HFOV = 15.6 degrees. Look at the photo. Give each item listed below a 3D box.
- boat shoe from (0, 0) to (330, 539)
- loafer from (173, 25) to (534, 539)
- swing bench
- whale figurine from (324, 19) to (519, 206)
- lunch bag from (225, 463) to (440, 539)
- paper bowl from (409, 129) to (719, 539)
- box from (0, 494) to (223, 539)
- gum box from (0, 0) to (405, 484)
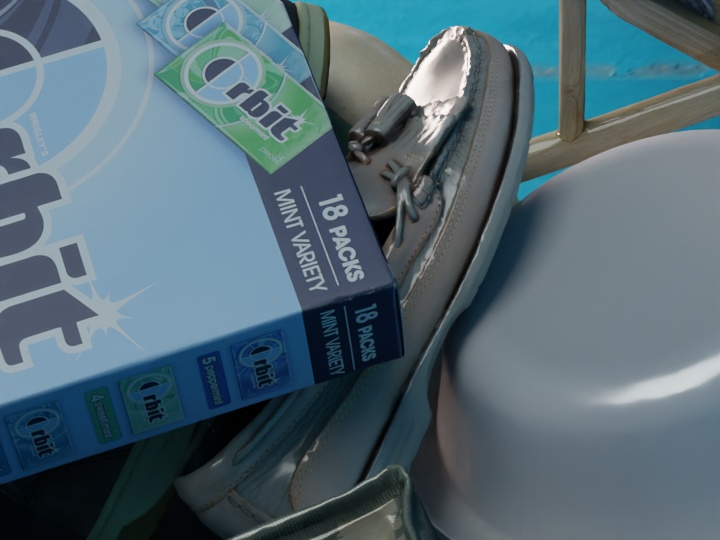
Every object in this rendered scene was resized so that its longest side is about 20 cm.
[{"bbox_3d":[-0.066,-0.007,0.876,0.072,0.066,0.202,149,141,-69],"label":"boat shoe"},{"bbox_3d":[0.000,0.000,0.845,0.072,0.063,0.201,-20,45,56],"label":"loafer"},{"bbox_3d":[0.141,-0.146,1.001,0.198,0.130,0.200,-4,36,-2],"label":"swing bench"},{"bbox_3d":[-0.034,-0.042,1.008,0.200,0.159,0.104,34,80,33],"label":"whale figurine"},{"bbox_3d":[-0.042,0.173,0.723,0.199,0.165,0.118,-25,40,1],"label":"lunch bag"},{"bbox_3d":[0.107,0.033,0.860,0.199,0.105,0.201,-16,37,13],"label":"paper bowl"},{"bbox_3d":[-0.147,0.059,0.987,0.148,0.105,0.200,-40,38,-19],"label":"box"},{"bbox_3d":[-0.106,-0.021,0.817,0.199,0.045,0.171,-18,56,-6],"label":"gum box"}]
